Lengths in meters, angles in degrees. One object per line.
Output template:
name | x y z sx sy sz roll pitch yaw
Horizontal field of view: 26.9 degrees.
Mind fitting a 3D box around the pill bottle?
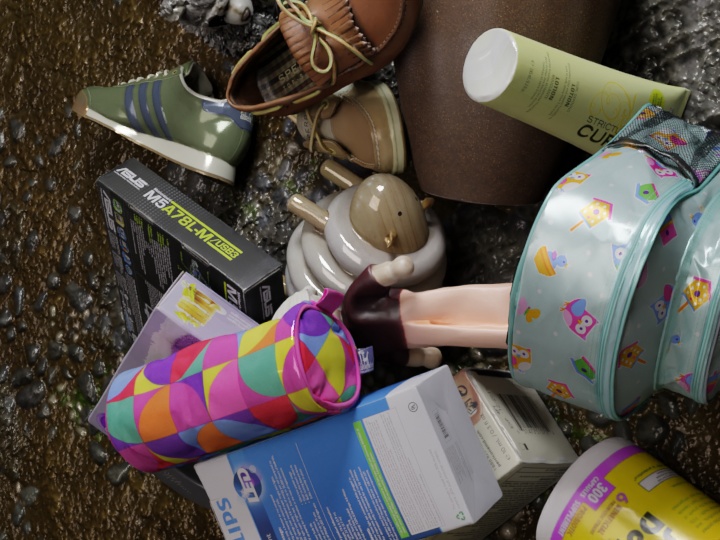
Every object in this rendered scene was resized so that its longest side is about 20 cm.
pill bottle | 0.223 0.207 1.016 0.200 0.104 0.105 36 104 32

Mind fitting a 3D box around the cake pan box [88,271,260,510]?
cake pan box | -0.109 0.115 1.195 0.184 0.052 0.200 38 138 -2

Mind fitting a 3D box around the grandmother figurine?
grandmother figurine | 0.031 0.036 1.083 0.199 0.122 0.061 -4 38 11

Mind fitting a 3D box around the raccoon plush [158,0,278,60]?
raccoon plush | -0.160 -0.246 1.316 0.199 0.134 0.097 13 93 35

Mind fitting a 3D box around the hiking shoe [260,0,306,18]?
hiking shoe | -0.036 -0.211 1.201 0.200 0.100 0.076 -117 36 -65

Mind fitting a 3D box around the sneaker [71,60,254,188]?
sneaker | -0.170 -0.148 1.359 0.200 0.067 0.090 26 91 34

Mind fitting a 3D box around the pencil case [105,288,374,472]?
pencil case | -0.089 0.082 1.064 0.199 0.088 0.089 -22 72 32

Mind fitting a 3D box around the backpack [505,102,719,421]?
backpack | 0.187 0.005 0.985 0.153 0.200 0.177 28 127 32

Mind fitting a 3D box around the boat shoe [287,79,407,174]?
boat shoe | -0.019 -0.119 1.196 0.200 0.066 0.074 -135 36 -63

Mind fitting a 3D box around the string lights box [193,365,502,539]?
string lights box | -0.012 0.150 1.073 0.199 0.059 0.103 -22 92 30

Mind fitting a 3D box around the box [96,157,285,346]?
box | -0.134 0.032 1.250 0.193 0.047 0.201 32 143 33

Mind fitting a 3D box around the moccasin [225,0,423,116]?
moccasin | -0.030 -0.167 1.083 0.201 0.078 0.074 -21 90 48

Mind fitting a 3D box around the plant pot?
plant pot | 0.098 -0.155 1.117 0.186 0.187 0.201 14 105 35

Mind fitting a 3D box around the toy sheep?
toy sheep | 0.000 0.000 1.178 0.138 0.137 0.200 55 149 26

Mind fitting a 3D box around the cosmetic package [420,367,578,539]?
cosmetic package | 0.052 0.167 1.140 0.200 0.103 0.087 -42 64 21

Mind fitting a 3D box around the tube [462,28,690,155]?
tube | 0.158 -0.116 1.047 0.058 0.199 0.052 -38 52 35
